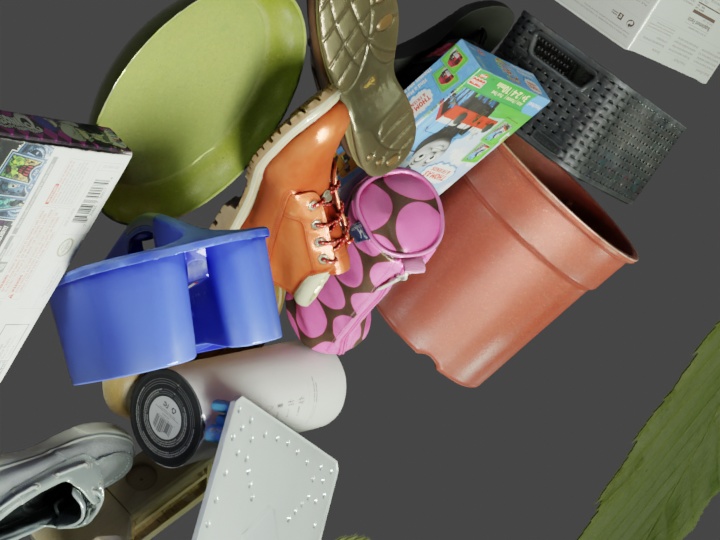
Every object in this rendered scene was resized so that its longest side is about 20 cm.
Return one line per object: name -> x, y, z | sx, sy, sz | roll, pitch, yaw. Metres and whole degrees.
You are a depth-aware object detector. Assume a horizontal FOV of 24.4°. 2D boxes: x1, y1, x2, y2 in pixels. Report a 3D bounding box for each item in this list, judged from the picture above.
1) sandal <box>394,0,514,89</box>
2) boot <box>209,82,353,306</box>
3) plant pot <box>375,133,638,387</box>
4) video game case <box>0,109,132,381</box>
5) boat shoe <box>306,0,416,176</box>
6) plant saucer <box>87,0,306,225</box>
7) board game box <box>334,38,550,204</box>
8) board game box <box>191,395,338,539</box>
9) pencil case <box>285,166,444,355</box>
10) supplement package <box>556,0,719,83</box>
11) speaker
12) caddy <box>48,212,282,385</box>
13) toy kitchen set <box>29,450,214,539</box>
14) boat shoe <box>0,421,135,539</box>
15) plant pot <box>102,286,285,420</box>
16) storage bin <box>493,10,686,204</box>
sandal -> 0.063, -0.166, 1.390 | 0.199, 0.045, 0.076 | -30, 148, -36
boot -> -0.037, -0.054, 1.255 | 0.075, 0.107, 0.201 | -44, 172, -40
plant pot -> 0.120, -0.011, 1.547 | 0.195, 0.201, 0.200 | -47, 156, 13
video game case -> -0.259, -0.012, 1.051 | 0.180, 0.036, 0.201 | 3, 126, -52
boat shoe -> -0.012, -0.164, 1.250 | 0.072, 0.067, 0.202 | -34, 134, -24
plant saucer -> -0.120, -0.121, 1.168 | 0.199, 0.031, 0.201 | -37, 152, -23
board game box -> 0.050, -0.104, 1.405 | 0.199, 0.037, 0.151 | -39, 159, 20
board game box -> -0.091, 0.223, 1.337 | 0.200, 0.026, 0.202 | 43, 57, -58
pencil case -> 0.000, 0.000, 1.383 | 0.090, 0.095, 0.200 | -14, 160, -25
supplement package -> 0.233, -0.258, 1.417 | 0.112, 0.155, 0.199 | -57, 154, 14
speaker -> -0.097, 0.108, 1.398 | 0.199, 0.081, 0.082 | -10, 134, -54
caddy -> -0.140, 0.013, 1.159 | 0.140, 0.106, 0.199 | -12, 179, -31
toy kitchen set -> -0.152, 0.236, 1.398 | 0.180, 0.200, 0.164 | -34, 153, -29
boat shoe -> -0.244, 0.178, 1.324 | 0.200, 0.071, 0.071 | -13, 136, -52
plant pot -> -0.130, 0.052, 1.394 | 0.200, 0.027, 0.201 | -39, 152, -25
storage bin -> 0.202, -0.146, 1.538 | 0.094, 0.135, 0.199 | -55, 154, 11
